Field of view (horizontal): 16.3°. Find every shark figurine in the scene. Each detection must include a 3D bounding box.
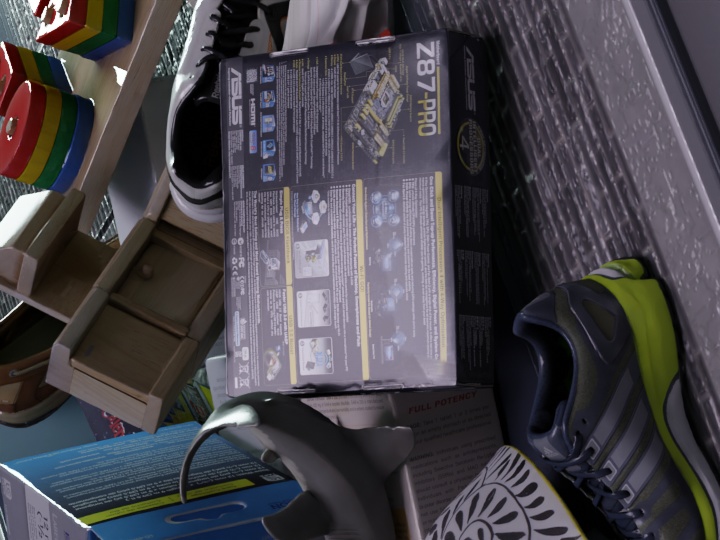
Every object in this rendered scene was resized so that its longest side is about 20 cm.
[{"bbox_3d":[-0.018,0.101,1.415,0.089,0.215,0.129,-17,49,25],"label":"shark figurine"}]

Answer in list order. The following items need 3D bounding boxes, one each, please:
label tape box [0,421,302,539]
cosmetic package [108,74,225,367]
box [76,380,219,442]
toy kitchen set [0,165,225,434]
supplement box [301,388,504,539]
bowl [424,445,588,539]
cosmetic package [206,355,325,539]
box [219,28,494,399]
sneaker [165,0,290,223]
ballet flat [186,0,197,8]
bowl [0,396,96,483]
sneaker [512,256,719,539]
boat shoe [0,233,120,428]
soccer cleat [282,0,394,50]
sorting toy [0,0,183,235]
[{"bbox_3d":[-0.125,0.158,1.573,0.200,0.143,0.067,24,121,59],"label":"label tape box"},{"bbox_3d":[-0.124,-0.032,1.780,0.101,0.071,0.201,-21,80,65],"label":"cosmetic package"},{"bbox_3d":[-0.122,0.150,1.784,0.038,0.136,0.201,-41,54,16],"label":"box"},{"bbox_3d":[-0.147,-0.047,1.602,0.162,0.200,0.181,25,139,6],"label":"toy kitchen set"},{"bbox_3d":[0.036,0.147,1.515,0.126,0.073,0.201,-9,93,63],"label":"supplement box"},{"bbox_3d":[0.080,0.205,1.359,0.201,0.094,0.201,62,170,20],"label":"bowl"},{"bbox_3d":[-0.034,0.146,1.646,0.101,0.071,0.201,-13,88,64],"label":"cosmetic package"},{"bbox_3d":[-0.004,-0.029,1.433,0.160,0.049,0.201,-6,83,35],"label":"box"},{"bbox_3d":[-0.074,-0.130,1.530,0.080,0.073,0.201,47,-129,-84],"label":"sneaker"},{"bbox_3d":[-0.091,-0.211,1.634,0.201,0.075,0.068,69,152,20],"label":"ballet flat"},{"bbox_3d":[-0.211,0.102,1.916,0.105,0.201,0.201,-39,56,15],"label":"bowl"},{"bbox_3d":[0.129,0.097,1.294,0.074,0.081,0.201,-36,67,63],"label":"sneaker"},{"bbox_3d":[-0.200,0.028,1.820,0.075,0.200,0.074,33,157,28],"label":"boat shoe"},{"bbox_3d":[-0.013,-0.166,1.509,0.078,0.069,0.201,-125,41,-49],"label":"soccer cleat"},{"bbox_3d":[-0.203,-0.154,1.769,0.201,0.069,0.199,-66,22,18],"label":"sorting toy"}]
